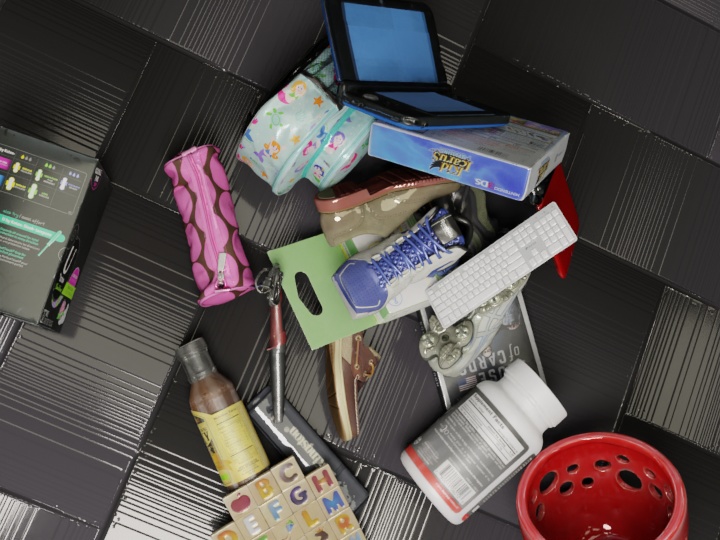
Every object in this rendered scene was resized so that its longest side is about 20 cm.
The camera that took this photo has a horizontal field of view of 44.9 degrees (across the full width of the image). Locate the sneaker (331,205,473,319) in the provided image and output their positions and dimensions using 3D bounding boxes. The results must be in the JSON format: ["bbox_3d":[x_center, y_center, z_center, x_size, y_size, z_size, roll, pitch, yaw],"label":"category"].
[{"bbox_3d":[0.063,-0.025,1.060,0.198,0.115,0.081,-25,76,-30],"label":"sneaker"}]

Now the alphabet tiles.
[{"bbox_3d":[-0.084,0.336,1.081,0.165,0.006,0.201,-28,108,-11],"label":"alphabet tiles"}]

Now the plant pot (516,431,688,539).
[{"bbox_3d":[0.306,0.332,1.079,0.199,0.200,0.184,-31,126,-13],"label":"plant pot"}]

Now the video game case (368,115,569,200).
[{"bbox_3d":[0.136,-0.156,1.067,0.198,0.181,0.046,20,120,20],"label":"video game case"}]

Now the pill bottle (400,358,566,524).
[{"bbox_3d":[0.158,0.214,1.107,0.200,0.116,0.116,-41,91,-2],"label":"pill bottle"}]

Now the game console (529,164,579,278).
[{"bbox_3d":[0.212,-0.098,1.159,0.171,0.200,0.120,15,117,13],"label":"game console"}]

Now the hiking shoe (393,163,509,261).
[{"bbox_3d":[0.121,-0.115,1.192,0.100,0.076,0.201,-30,92,-29],"label":"hiking shoe"}]

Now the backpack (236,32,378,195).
[{"bbox_3d":[-0.059,-0.186,1.102,0.200,0.178,0.151,-43,90,-20],"label":"backpack"}]

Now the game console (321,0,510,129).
[{"bbox_3d":[0.069,-0.244,1.016,0.199,0.170,0.120,-12,120,-45],"label":"game console"}]

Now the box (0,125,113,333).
[{"bbox_3d":[-0.391,-0.043,1.033,0.123,0.149,0.202,18,79,-7],"label":"box"}]

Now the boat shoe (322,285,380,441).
[{"bbox_3d":[-0.008,0.117,1.129,0.071,0.072,0.202,-3,76,-11],"label":"boat shoe"}]

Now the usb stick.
[{"bbox_3d":[-0.068,0.235,1.119,0.055,0.033,0.200,-41,91,-12],"label":"usb stick"}]

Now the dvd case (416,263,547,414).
[{"bbox_3d":[0.161,0.090,1.187,0.149,0.025,0.202,-14,85,-12],"label":"dvd case"}]

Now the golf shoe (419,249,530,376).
[{"bbox_3d":[0.157,0.053,1.140,0.078,0.097,0.200,37,82,33],"label":"golf shoe"}]

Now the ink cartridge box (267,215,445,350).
[{"bbox_3d":[0.000,0.000,1.118,0.199,0.048,0.147,-18,74,-30],"label":"ink cartridge box"}]

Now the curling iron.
[{"bbox_3d":[-0.109,0.091,1.083,0.025,0.049,0.202,3,100,24],"label":"curling iron"}]

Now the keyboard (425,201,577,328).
[{"bbox_3d":[0.169,-0.004,1.066,0.199,0.011,0.057,-36,61,21],"label":"keyboard"}]

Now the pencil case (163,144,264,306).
[{"bbox_3d":[-0.190,-0.059,1.102,0.090,0.094,0.202,-18,84,5],"label":"pencil case"}]

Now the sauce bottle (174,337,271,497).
[{"bbox_3d":[-0.174,0.183,1.091,0.064,0.065,0.202,-24,86,-13],"label":"sauce bottle"}]

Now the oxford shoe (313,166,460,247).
[{"bbox_3d":[0.039,-0.084,1.106,0.198,0.070,0.076,-14,112,-13],"label":"oxford shoe"}]
